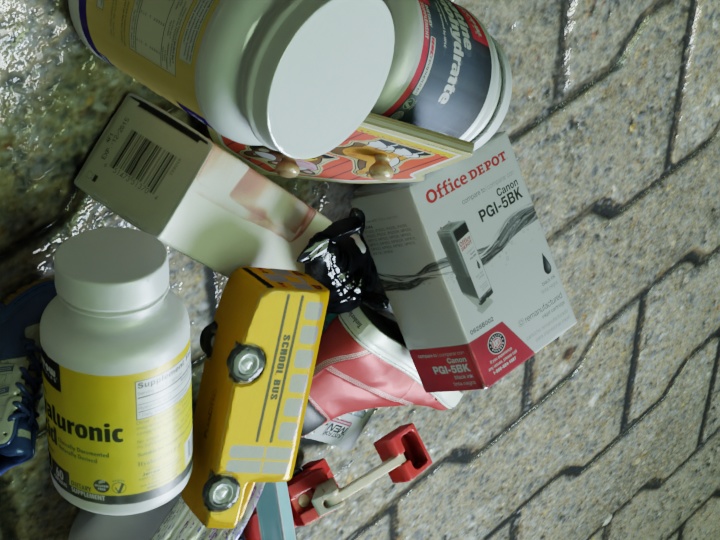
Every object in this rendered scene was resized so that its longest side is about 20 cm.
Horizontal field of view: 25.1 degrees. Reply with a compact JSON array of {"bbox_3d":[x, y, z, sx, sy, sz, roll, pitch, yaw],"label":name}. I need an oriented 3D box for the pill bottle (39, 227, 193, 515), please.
[{"bbox_3d":[-0.181,0.073,1.205,0.111,0.111,0.200,-27,132,-40],"label":"pill bottle"}]

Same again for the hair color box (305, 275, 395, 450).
[{"bbox_3d":[-0.002,0.076,1.621,0.200,0.061,0.099,-59,149,3],"label":"hair color box"}]

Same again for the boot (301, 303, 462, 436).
[{"bbox_3d":[0.001,0.118,1.542,0.144,0.072,0.200,-45,141,11],"label":"boot"}]

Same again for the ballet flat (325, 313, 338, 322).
[{"bbox_3d":[-0.050,-0.006,1.488,0.200,0.068,0.072,31,72,-56],"label":"ballet flat"}]

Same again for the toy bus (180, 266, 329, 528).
[{"bbox_3d":[-0.087,0.101,1.274,0.078,0.065,0.200,4,104,-30],"label":"toy bus"}]

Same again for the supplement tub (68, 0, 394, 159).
[{"bbox_3d":[-0.090,-0.175,1.122,0.145,0.200,0.146,-35,143,-32],"label":"supplement tub"}]

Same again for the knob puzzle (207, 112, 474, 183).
[{"bbox_3d":[-0.035,-0.092,1.310,0.220,0.219,0.030,28,66,-59],"label":"knob puzzle"}]

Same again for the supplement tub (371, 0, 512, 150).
[{"bbox_3d":[0.029,-0.171,1.354,0.200,0.140,0.140,13,107,-58],"label":"supplement tub"}]

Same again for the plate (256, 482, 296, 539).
[{"bbox_3d":[-0.077,0.235,1.487,0.026,0.200,0.200,-10,139,0],"label":"plate"}]

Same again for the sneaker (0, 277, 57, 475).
[{"bbox_3d":[-0.268,0.104,1.241,0.200,0.088,0.075,-58,148,-1],"label":"sneaker"}]

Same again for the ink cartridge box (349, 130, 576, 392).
[{"bbox_3d":[0.096,-0.009,1.478,0.147,0.083,0.200,-32,106,-39],"label":"ink cartridge box"}]

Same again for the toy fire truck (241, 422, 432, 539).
[{"bbox_3d":[-0.039,0.228,1.637,0.200,0.141,0.049,-30,96,-37],"label":"toy fire truck"}]

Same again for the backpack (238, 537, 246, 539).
[{"bbox_3d":[-0.152,0.348,1.538,0.200,0.154,0.191,-15,124,-9],"label":"backpack"}]

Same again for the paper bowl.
[{"bbox_3d":[-0.176,0.210,1.401,0.201,0.104,0.201,-51,-168,16],"label":"paper bowl"}]

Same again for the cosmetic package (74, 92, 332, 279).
[{"bbox_3d":[-0.120,-0.053,1.290,0.087,0.103,0.200,-58,151,-1],"label":"cosmetic package"}]

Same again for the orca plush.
[{"bbox_3d":[0.000,0.000,1.369,0.105,0.071,0.200,-59,172,-19],"label":"orca plush"}]
